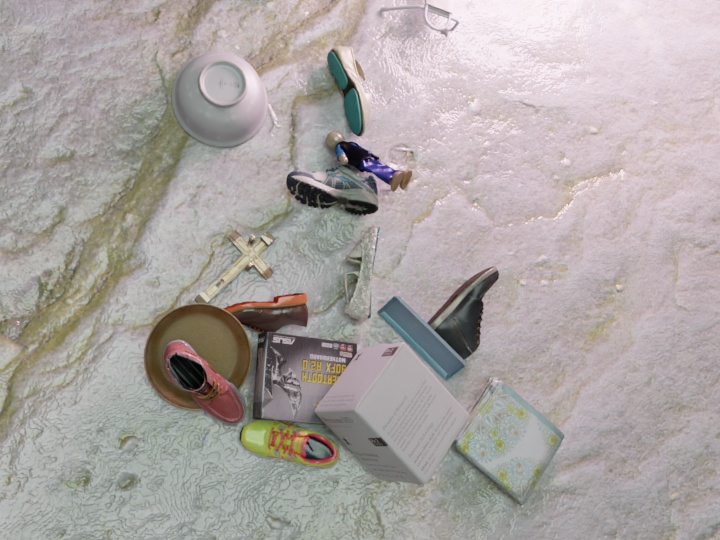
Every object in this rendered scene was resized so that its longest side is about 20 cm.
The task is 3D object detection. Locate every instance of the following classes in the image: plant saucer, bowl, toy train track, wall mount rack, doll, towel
[{"bbox_3d":[0.124,0.133,1.689,0.200,0.070,0.019,45,44,0],"label":"plant saucer"},{"bbox_3d":[-0.302,0.158,1.568,0.196,0.035,0.204,-2,98,-12],"label":"plant saucer"},{"bbox_3d":[-0.278,-0.357,1.684,0.197,0.090,0.205,3,78,-13],"label":"bowl"},{"bbox_3d":[-0.243,-0.005,1.644,0.115,0.033,0.200,46,73,-1],"label":"toy train track"},{"bbox_3d":[0.144,-0.615,1.857,0.171,0.075,0.203,16,74,-14],"label":"wall mount rack"},{"bbox_3d":[0.009,-0.226,1.717,0.199,0.136,0.049,32,114,22],"label":"doll"},{"bbox_3d":[0.295,0.340,1.694,0.199,0.048,0.172,39,75,-3],"label":"towel"}]

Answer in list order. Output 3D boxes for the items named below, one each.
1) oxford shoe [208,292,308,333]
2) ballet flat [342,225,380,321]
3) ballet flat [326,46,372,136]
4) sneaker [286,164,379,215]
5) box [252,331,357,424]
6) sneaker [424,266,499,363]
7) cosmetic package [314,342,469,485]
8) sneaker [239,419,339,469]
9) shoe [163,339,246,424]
[{"bbox_3d":[-0.195,0.093,1.616,0.196,0.071,0.074,-9,94,-9],"label":"oxford shoe"},{"bbox_3d":[0.000,0.000,1.683,0.070,0.072,0.204,10,74,-11],"label":"ballet flat"},{"bbox_3d":[-0.009,-0.381,1.771,0.068,0.069,0.203,-16,82,-16],"label":"ballet flat"},{"bbox_3d":[-0.056,-0.175,1.716,0.197,0.078,0.088,13,63,-18],"label":"sneaker"},{"bbox_3d":[-0.103,0.208,1.593,0.197,0.048,0.161,11,74,-30],"label":"box"},{"bbox_3d":[0.230,0.089,1.725,0.200,0.075,0.106,-44,95,-9],"label":"sneaker"},{"bbox_3d":[0.057,0.264,1.556,0.200,0.164,0.166,47,62,-15],"label":"cosmetic package"},{"bbox_3d":[-0.127,0.320,1.570,0.197,0.090,0.080,13,77,-9],"label":"sneaker"},{"bbox_3d":[-0.280,0.212,1.514,0.071,0.091,0.201,-42,104,-3],"label":"shoe"}]
